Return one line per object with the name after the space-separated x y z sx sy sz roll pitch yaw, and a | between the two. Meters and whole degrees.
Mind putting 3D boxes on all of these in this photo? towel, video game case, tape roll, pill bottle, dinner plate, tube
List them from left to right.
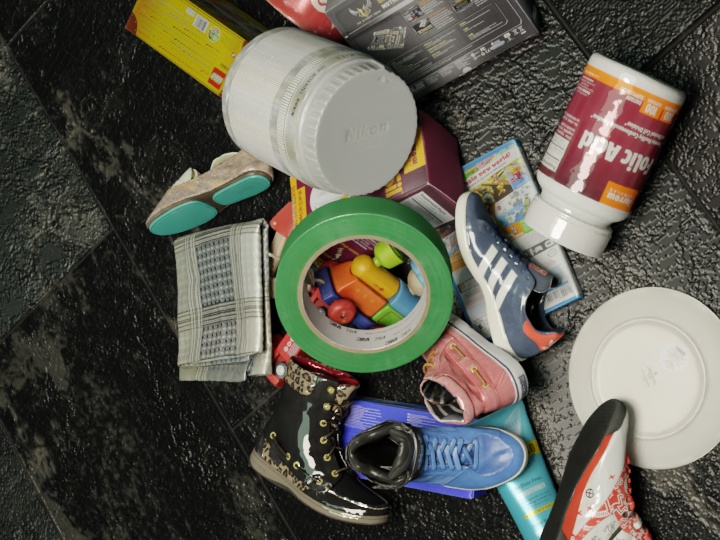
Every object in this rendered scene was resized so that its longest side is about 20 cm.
-0.181 0.044 1.831 0.192 0.034 0.202 -8 82 46 | towel
0.004 0.017 1.604 0.199 0.048 0.202 1 117 2 | tape roll
0.161 -0.032 1.675 0.143 0.018 0.201 -28 76 28 | video game case
0.192 0.253 1.629 0.077 0.050 0.201 -23 78 -12 | tube
0.262 -0.124 1.561 0.114 0.114 0.201 30 104 27 | pill bottle
0.320 0.119 1.578 0.199 0.024 0.202 -1 89 29 | dinner plate

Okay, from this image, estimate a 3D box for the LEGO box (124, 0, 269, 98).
-0.171 -0.280 1.794 0.200 0.149 0.077 37 107 26 | LEGO box

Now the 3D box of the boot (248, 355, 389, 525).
-0.034 0.203 1.706 0.199 0.073 0.152 25 103 33 | boot

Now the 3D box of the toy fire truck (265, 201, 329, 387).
-0.088 0.030 1.799 0.141 0.049 0.201 44 112 25 | toy fire truck

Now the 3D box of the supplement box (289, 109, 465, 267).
0.019 -0.089 1.697 0.199 0.086 0.111 -25 53 28 | supplement box

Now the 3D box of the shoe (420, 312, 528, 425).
0.096 0.109 1.629 0.200 0.091 0.072 31 138 52 | shoe

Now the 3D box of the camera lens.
-0.051 -0.183 1.634 0.200 0.159 0.161 29 104 47 | camera lens

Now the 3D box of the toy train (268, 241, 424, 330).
0.000 0.000 1.671 0.115 0.200 0.085 -37 41 18 | toy train

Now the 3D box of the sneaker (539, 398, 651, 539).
0.277 0.250 1.572 0.107 0.067 0.203 24 86 -13 | sneaker

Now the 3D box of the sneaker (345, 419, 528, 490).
0.081 0.207 1.588 0.198 0.111 0.077 4 88 17 | sneaker

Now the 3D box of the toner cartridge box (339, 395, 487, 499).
0.058 0.209 1.716 0.199 0.043 0.096 7 92 30 | toner cartridge box

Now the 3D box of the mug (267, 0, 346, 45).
-0.032 -0.400 1.729 0.177 0.133 0.200 44 106 21 | mug

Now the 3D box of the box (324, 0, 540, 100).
0.083 -0.297 1.651 0.199 0.048 0.159 -27 121 27 | box

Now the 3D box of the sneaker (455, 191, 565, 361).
0.174 -0.002 1.616 0.084 0.075 0.201 -21 90 30 | sneaker

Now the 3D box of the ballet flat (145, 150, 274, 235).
-0.196 -0.108 1.864 0.199 0.068 0.068 -21 60 23 | ballet flat
